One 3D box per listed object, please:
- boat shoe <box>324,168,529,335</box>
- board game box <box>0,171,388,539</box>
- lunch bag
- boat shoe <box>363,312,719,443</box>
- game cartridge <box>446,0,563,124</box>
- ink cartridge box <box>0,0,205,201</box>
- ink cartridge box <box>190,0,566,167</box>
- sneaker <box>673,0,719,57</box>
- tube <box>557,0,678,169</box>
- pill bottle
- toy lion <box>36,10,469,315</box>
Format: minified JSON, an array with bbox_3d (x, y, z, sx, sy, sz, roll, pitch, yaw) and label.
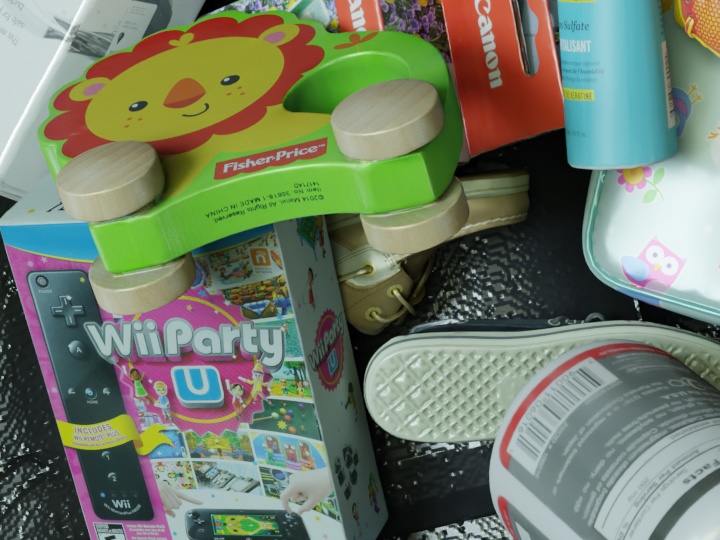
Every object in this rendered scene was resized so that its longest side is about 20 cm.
[{"bbox_3d":[0.000,0.000,1.167,0.200,0.074,0.067,-18,86,27],"label":"boat shoe"},{"bbox_3d":[-0.079,0.050,1.141,0.147,0.064,0.201,-2,116,22],"label":"board game box"},{"bbox_3d":[0.193,-0.071,1.099,0.160,0.077,0.201,16,91,24],"label":"lunch bag"},{"bbox_3d":[0.102,0.055,1.133,0.199,0.062,0.075,2,103,3],"label":"boat shoe"},{"bbox_3d":[0.077,-0.170,1.133,0.133,0.041,0.201,7,91,43],"label":"game cartridge"},{"bbox_3d":[-0.161,-0.149,1.195,0.146,0.085,0.200,35,98,35],"label":"ink cartridge box"},{"bbox_3d":[0.005,-0.096,1.133,0.200,0.050,0.109,-16,83,45],"label":"ink cartridge box"},{"bbox_3d":[0.187,-0.111,1.036,0.077,0.073,0.200,-41,65,36],"label":"sneaker"},{"bbox_3d":[0.110,-0.148,1.041,0.050,0.077,0.201,-11,101,-24],"label":"tube"},{"bbox_3d":[0.149,0.117,1.002,0.114,0.114,0.200,-61,34,8],"label":"pill bottle"},{"bbox_3d":[-0.052,-0.068,1.061,0.199,0.192,0.069,-12,121,10],"label":"toy lion"}]
